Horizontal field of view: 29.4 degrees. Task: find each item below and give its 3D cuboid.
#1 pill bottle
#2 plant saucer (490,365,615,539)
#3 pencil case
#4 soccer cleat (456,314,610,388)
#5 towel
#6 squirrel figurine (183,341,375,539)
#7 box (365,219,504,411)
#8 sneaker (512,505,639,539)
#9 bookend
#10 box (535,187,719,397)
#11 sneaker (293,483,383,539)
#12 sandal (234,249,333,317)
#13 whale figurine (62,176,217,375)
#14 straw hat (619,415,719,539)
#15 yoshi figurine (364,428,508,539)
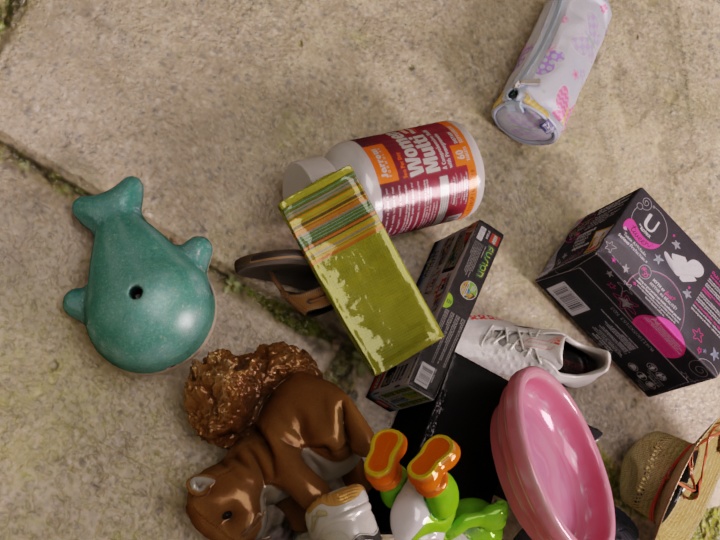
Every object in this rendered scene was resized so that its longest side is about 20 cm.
[{"bbox_3d":[0.024,-0.091,1.469,0.199,0.109,0.111,-14,84,-26],"label":"pill bottle"},{"bbox_3d":[0.186,0.196,1.359,0.201,0.051,0.202,45,31,-36],"label":"plant saucer"},{"bbox_3d":[0.223,-0.243,1.605,0.091,0.083,0.201,44,62,-33],"label":"pencil case"},{"bbox_3d":[0.181,0.087,1.510,0.198,0.085,0.069,15,73,-20],"label":"soccer cleat"},{"bbox_3d":[0.000,0.000,1.378,0.086,0.018,0.201,-29,91,3],"label":"towel"},{"bbox_3d":[-0.102,0.173,1.359,0.186,0.142,0.201,-29,77,-16],"label":"squirrel figurine"},{"bbox_3d":[0.079,0.049,1.461,0.035,0.110,0.201,31,68,-14],"label":"box"},{"bbox_3d":[0.216,0.303,1.446,0.199,0.082,0.070,2,43,-46],"label":"sneaker"},{"bbox_3d":[0.126,0.221,1.452,0.199,0.092,0.200,28,70,-17],"label":"bookend"},{"bbox_3d":[0.324,0.027,1.561,0.200,0.132,0.115,45,61,-8],"label":"box"},{"bbox_3d":[-0.019,0.280,1.315,0.075,0.200,0.088,-20,66,-13],"label":"sneaker"},{"bbox_3d":[-0.037,0.026,1.435,0.199,0.082,0.055,22,64,-26],"label":"sandal"},{"bbox_3d":[-0.221,0.001,1.337,0.158,0.104,0.201,-22,76,-2],"label":"whale figurine"},{"bbox_3d":[0.339,0.231,1.543,0.085,0.202,0.201,25,62,28],"label":"straw hat"},{"bbox_3d":[0.081,0.226,1.316,0.111,0.113,0.201,-24,127,0],"label":"yoshi figurine"}]
